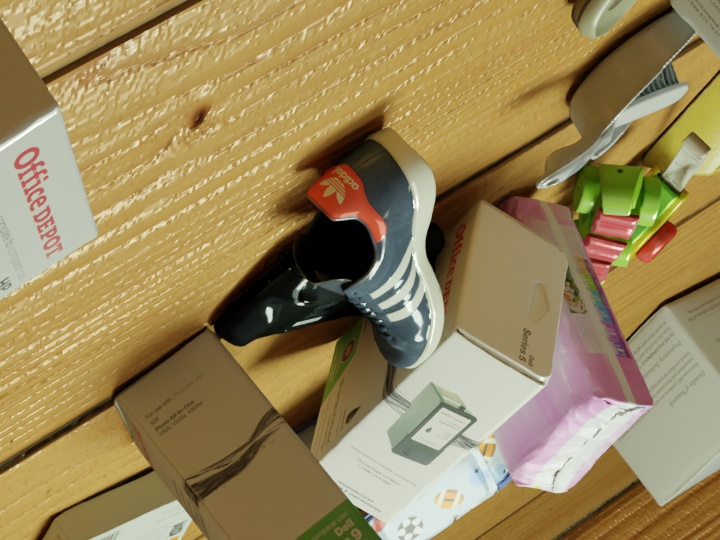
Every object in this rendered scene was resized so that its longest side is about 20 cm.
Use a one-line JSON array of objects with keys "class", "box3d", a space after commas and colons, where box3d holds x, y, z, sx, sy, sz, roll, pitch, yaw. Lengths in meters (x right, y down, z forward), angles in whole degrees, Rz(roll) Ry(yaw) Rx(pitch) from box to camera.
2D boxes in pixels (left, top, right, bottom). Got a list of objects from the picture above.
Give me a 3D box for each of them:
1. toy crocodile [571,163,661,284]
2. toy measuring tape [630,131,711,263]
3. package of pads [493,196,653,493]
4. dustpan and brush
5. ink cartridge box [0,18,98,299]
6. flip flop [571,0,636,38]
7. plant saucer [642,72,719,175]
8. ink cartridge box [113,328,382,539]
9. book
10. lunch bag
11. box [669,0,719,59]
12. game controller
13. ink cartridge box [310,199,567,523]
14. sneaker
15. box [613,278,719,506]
[{"class": "toy crocodile", "box3d": [0.195, -0.032, 1.749, 0.067, 0.062, 0.200, 11, 152, -5]}, {"class": "toy measuring tape", "box3d": [0.238, -0.053, 1.803, 0.073, 0.074, 0.200, -33, 169, -17]}, {"class": "package of pads", "box3d": [0.137, 0.057, 1.652, 0.075, 0.201, 0.121, 9, 137, -38]}, {"class": "dustpan and brush", "box3d": [0.179, -0.112, 1.529, 0.199, 0.057, 0.140, -27, 161, -35]}, {"class": "ink cartridge box", "box3d": [-0.214, -0.015, 0.874, 0.199, 0.084, 0.145, -35, 164, -12]}, {"class": "flip flop", "box3d": [0.210, -0.207, 1.332, 0.200, 0.058, 0.081, -46, 163, 27]}, {"class": "plant saucer", "box3d": [0.358, -0.155, 1.839, 0.199, 0.049, 0.200, -21, 158, -47]}, {"class": "ink cartridge box", "box3d": [-0.071, 0.154, 1.475, 0.084, 0.200, 0.146, -37, 165, -11]}, {"class": "book", "box3d": [-0.208, 0.232, 1.682, 0.133, 0.048, 0.200, -22, 157, -40]}, {"class": "lunch bag", "box3d": [0.030, 0.152, 1.802, 0.199, 0.160, 0.076, -32, 127, -9]}, {"class": "box", "box3d": [0.339, -0.185, 1.419, 0.130, 0.199, 0.200, -28, 162, -28]}, {"class": "game controller", "box3d": [-0.019, 0.008, 1.494, 0.104, 0.042, 0.200, -30, 170, 30]}, {"class": "ink cartridge box", "box3d": [0.055, 0.067, 1.582, 0.200, 0.084, 0.146, -46, -160, 38]}, {"class": "sneaker", "box3d": [0.000, 0.000, 1.379, 0.084, 0.075, 0.201, -32, 141, -22]}, {"class": "box", "box3d": [0.410, 0.132, 2.551, 0.198, 0.172, 0.200, -22, 158, -44]}]
